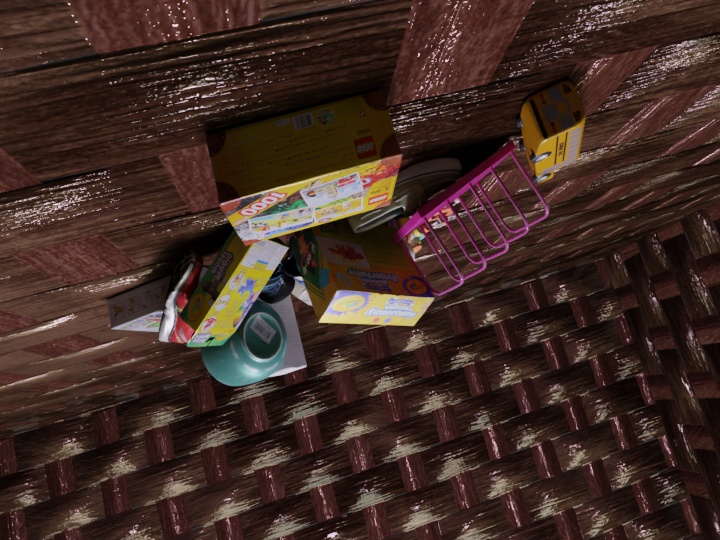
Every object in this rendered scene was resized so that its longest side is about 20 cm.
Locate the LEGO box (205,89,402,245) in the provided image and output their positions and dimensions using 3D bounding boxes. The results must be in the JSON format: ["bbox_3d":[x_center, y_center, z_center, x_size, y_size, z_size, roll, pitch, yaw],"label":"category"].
[{"bbox_3d":[-0.060,-0.110,0.603,0.193,0.080,0.149,-16,168,-5],"label":"LEGO box"}]

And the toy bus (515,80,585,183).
[{"bbox_3d":[0.271,-0.189,0.755,0.076,0.067,0.199,-23,167,16],"label":"toy bus"}]

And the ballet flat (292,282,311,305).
[{"bbox_3d":[-0.092,0.053,1.218,0.195,0.072,0.069,14,152,-39],"label":"ballet flat"}]

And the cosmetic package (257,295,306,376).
[{"bbox_3d":[-0.191,0.124,1.165,0.069,0.207,0.101,-20,167,19],"label":"cosmetic package"}]

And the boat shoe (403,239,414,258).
[{"bbox_3d":[0.042,0.017,1.051,0.060,0.075,0.201,-30,166,-37],"label":"boat shoe"}]

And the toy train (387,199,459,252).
[{"bbox_3d":[0.130,-0.083,1.056,0.145,0.058,0.200,-17,168,2],"label":"toy train"}]

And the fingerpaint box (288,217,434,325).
[{"bbox_3d":[0.000,0.000,0.853,0.195,0.170,0.074,6,134,-38],"label":"fingerpaint box"}]

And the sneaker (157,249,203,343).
[{"bbox_3d":[-0.278,0.047,0.872,0.082,0.079,0.202,14,133,-19],"label":"sneaker"}]

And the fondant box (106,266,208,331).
[{"bbox_3d":[-0.350,0.057,0.997,0.194,0.060,0.144,-21,167,11],"label":"fondant box"}]

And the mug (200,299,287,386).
[{"bbox_3d":[-0.225,0.136,0.997,0.181,0.158,0.113,-5,168,-45],"label":"mug"}]

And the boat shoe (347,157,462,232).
[{"bbox_3d":[0.067,-0.113,0.808,0.193,0.064,0.072,-19,168,3],"label":"boat shoe"}]

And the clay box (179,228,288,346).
[{"bbox_3d":[-0.204,0.026,0.834,0.203,0.047,0.115,-55,162,4],"label":"clay box"}]

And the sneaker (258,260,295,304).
[{"bbox_3d":[-0.172,0.018,1.029,0.080,0.076,0.199,-20,168,20],"label":"sneaker"}]

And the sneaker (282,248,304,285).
[{"bbox_3d":[-0.066,-0.023,0.983,0.193,0.084,0.115,-19,170,18],"label":"sneaker"}]

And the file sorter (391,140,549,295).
[{"bbox_3d":[0.172,-0.072,0.822,0.197,0.127,0.139,-36,178,-17],"label":"file sorter"}]
